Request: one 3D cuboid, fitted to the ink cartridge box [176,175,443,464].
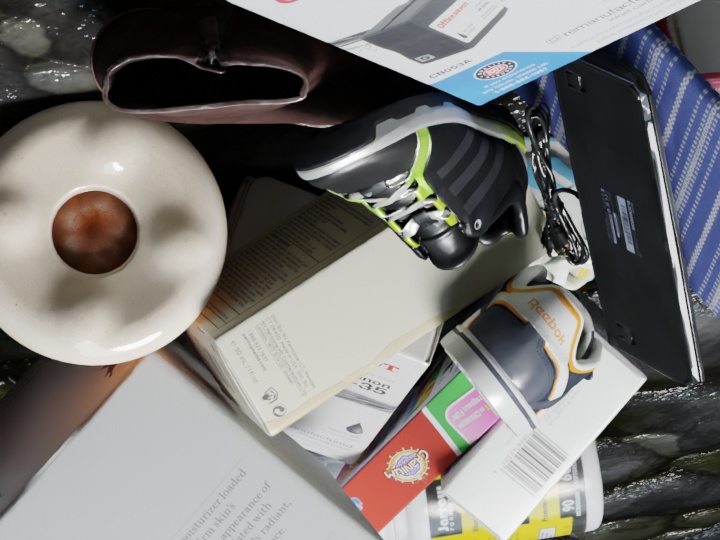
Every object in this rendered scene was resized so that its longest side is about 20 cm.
[{"bbox_3d":[-0.037,0.035,1.591,0.146,0.083,0.200,20,154,-6],"label":"ink cartridge box"}]

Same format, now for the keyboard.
[{"bbox_3d":[0.131,-0.037,1.337,0.021,0.127,0.200,-31,127,-24],"label":"keyboard"}]

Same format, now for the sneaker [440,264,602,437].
[{"bbox_3d":[0.097,0.047,1.465,0.079,0.078,0.200,-40,178,-1],"label":"sneaker"}]

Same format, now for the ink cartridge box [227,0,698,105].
[{"bbox_3d":[0.047,-0.162,1.177,0.145,0.084,0.200,-23,155,33],"label":"ink cartridge box"}]

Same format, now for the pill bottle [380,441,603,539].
[{"bbox_3d":[0.086,0.167,2.011,0.200,0.114,0.114,-9,159,-3],"label":"pill bottle"}]

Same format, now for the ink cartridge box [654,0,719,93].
[{"bbox_3d":[0.215,-0.099,1.397,0.146,0.083,0.200,-5,159,-11],"label":"ink cartridge box"}]

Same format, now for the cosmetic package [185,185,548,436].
[{"bbox_3d":[0.000,0.000,1.433,0.200,0.073,0.104,-32,-157,-9],"label":"cosmetic package"}]

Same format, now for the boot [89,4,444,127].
[{"bbox_3d":[-0.033,-0.095,1.241,0.200,0.072,0.166,0,-168,-7],"label":"boot"}]

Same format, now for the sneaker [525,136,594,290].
[{"bbox_3d":[0.113,-0.033,1.550,0.200,0.081,0.077,-1,159,-16],"label":"sneaker"}]

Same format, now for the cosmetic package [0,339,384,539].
[{"bbox_3d":[-0.123,0.144,1.508,0.165,0.200,0.165,-48,-161,0],"label":"cosmetic package"}]

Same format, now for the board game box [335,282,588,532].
[{"bbox_3d":[0.065,0.078,1.675,0.040,0.153,0.200,40,125,-5],"label":"board game box"}]

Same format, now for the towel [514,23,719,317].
[{"bbox_3d":[0.152,-0.074,1.300,0.024,0.200,0.145,-31,156,-21],"label":"towel"}]

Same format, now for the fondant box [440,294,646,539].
[{"bbox_3d":[0.118,0.089,1.690,0.144,0.058,0.200,-50,-174,7],"label":"fondant box"}]

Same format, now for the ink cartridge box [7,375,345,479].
[{"bbox_3d":[-0.113,0.100,1.726,0.200,0.176,0.045,5,113,-56],"label":"ink cartridge box"}]

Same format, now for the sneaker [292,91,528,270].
[{"bbox_3d":[0.040,-0.043,1.296,0.072,0.083,0.200,-18,173,31],"label":"sneaker"}]

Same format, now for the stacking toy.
[{"bbox_3d":[-0.156,-0.012,1.457,0.146,0.146,0.200,-7,174,-8],"label":"stacking toy"}]
